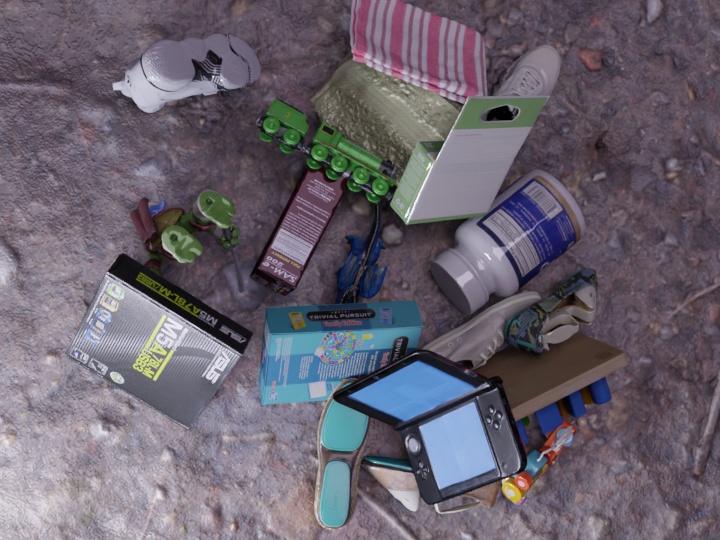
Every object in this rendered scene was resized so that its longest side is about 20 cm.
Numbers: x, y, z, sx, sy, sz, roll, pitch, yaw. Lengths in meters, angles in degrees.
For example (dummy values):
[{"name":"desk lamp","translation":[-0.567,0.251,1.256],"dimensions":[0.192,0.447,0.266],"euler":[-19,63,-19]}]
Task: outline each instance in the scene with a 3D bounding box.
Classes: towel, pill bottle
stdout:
[{"name":"towel","translation":[0.043,-0.205,1.688],"dimensions":[0.200,0.036,0.149],"euler":[42,105,9]},{"name":"towel","translation":[0.080,-0.294,1.672],"dimensions":[0.198,0.030,0.147],"euler":[18,45,-17]},{"name":"pill bottle","translation":[0.198,-0.035,1.755],"dimensions":[0.199,0.120,0.120],"euler":[-37,92,-12]}]

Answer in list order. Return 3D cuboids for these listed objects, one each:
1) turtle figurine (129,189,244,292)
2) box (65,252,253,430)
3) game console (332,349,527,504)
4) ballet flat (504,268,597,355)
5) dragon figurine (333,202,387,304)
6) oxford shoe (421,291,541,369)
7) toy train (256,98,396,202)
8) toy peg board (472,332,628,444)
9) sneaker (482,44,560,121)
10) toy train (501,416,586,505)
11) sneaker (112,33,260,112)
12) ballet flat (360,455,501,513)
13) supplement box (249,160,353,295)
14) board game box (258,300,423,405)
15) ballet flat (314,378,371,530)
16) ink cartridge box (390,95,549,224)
[{"name":"turtle figurine","translation":[-0.206,-0.015,1.634],"dimensions":[0.143,0.194,0.202],"euler":[-12,83,-20]},{"name":"box","translation":[-0.257,0.094,1.616],"dimensions":[0.192,0.200,0.048],"euler":[34,46,-5]},{"name":"game console","translation":[0.083,0.199,1.593],"dimensions":[0.118,0.200,0.174],"euler":[-8,74,-40]},{"name":"ballet flat","translation":[0.281,0.061,1.757],"dimensions":[0.199,0.074,0.075],"euler":[-32,91,-35]},{"name":"dragon figurine","translation":[0.000,0.000,1.703],"dimensions":[0.058,0.100,0.201],"euler":[19,115,-11]},{"name":"oxford shoe","translation":[0.167,0.095,1.753],"dimensions":[0.199,0.075,0.058],"euler":[-31,63,-11]},{"name":"toy train","translation":[-0.040,-0.155,1.653],"dimensions":[0.199,0.042,0.057],"euler":[29,67,-6]},{"name":"toy peg board","translation":[0.237,0.172,1.712],"dimensions":[0.199,0.199,0.099],"euler":[-25,105,-13]},{"name":"sneaker","translation":[0.219,-0.241,1.803],"dimensions":[0.075,0.081,0.200],"euler":[41,77,-3]},{"name":"toy train","translation":[0.234,0.240,1.709],"dimensions":[0.056,0.200,0.151],"euler":[38,90,15]},{"name":"sneaker","translation":[-0.234,-0.264,1.719],"dimensions":[0.199,0.114,0.076],"euler":[-11,86,-47]},{"name":"ballet flat","translation":[0.095,0.292,1.729],"dimensions":[0.198,0.068,0.068],"euler":[7,90,-9]},{"name":"supplement box","translation":[-0.073,-0.071,1.710],"dimensions":[0.061,0.109,0.201],"euler":[28,80,-6]},{"name":"board game box","translation":[-0.029,0.108,1.680],"dimensions":[0.198,0.152,0.047],"euler":[-3,49,-12]},{"name":"ballet flat","translation":[-0.027,0.240,1.705],"dimensions":[0.070,0.065,0.202],"euler":[12,90,-1]},{"name":"ink cartridge box","translation":[0.137,-0.151,1.632],"dimensions":[0.145,0.201,0.048],"euler":[-7,44,-38]}]
